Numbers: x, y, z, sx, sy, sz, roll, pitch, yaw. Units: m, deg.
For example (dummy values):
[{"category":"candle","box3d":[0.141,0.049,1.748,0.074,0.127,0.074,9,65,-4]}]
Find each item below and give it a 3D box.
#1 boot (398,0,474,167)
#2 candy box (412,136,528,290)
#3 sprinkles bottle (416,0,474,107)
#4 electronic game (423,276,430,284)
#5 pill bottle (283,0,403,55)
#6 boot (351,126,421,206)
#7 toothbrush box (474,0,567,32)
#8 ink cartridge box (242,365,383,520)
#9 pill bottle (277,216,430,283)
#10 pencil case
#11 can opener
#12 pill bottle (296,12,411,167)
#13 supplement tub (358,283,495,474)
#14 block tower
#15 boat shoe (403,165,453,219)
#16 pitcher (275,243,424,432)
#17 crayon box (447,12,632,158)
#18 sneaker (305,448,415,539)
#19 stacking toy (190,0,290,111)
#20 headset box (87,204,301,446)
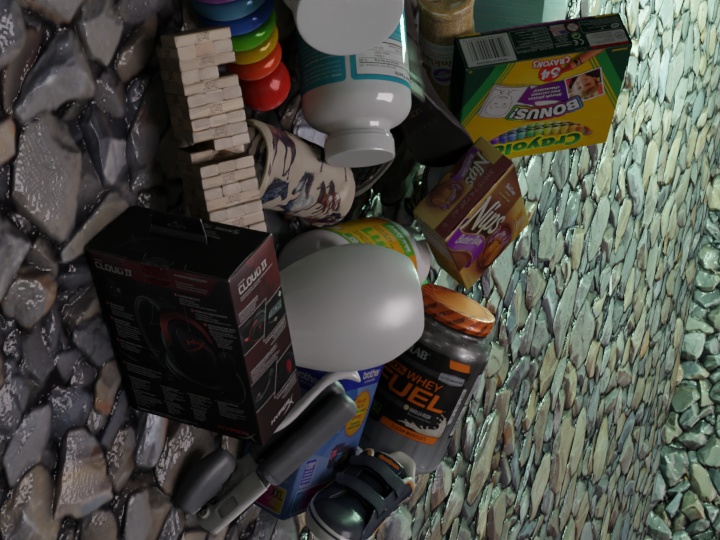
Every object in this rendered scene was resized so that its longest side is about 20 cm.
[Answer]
[{"category":"boot","box3d":[0.059,-0.225,1.411,0.200,0.069,0.176,40,36,-48]},{"category":"candy box","box3d":[0.131,-0.062,1.477,0.117,0.056,0.200,-47,161,-5]},{"category":"sprinkles bottle","box3d":[0.102,-0.256,1.517,0.201,0.068,0.069,82,31,-56]},{"category":"electronic game","box3d":[0.045,0.089,1.615,0.200,0.041,0.202,-34,129,-55]},{"category":"pill bottle","box3d":[-0.027,-0.293,1.139,0.115,0.113,0.201,65,9,-51]},{"category":"boot","box3d":[0.030,-0.120,1.480,0.201,0.067,0.131,-57,152,-35]},{"category":"toothbrush box","box3d":[0.177,-0.341,1.587,0.085,0.145,0.203,-15,113,-59]},{"category":"ink cartridge box","box3d":[-0.050,0.153,1.384,0.136,0.076,0.202,-6,114,-63]},{"category":"pill bottle","box3d":[0.000,0.000,1.413,0.199,0.110,0.112,-17,116,-60]},{"category":"pencil case","box3d":[-0.076,-0.090,1.264,0.090,0.078,0.200,-59,155,10]},{"category":"can opener","box3d":[-0.096,0.180,1.270,0.200,0.053,0.067,-42,137,2]},{"category":"pill bottle","box3d":[-0.007,-0.208,1.259,0.111,0.110,0.203,15,69,-63]},{"category":"supplement tub","box3d":[0.074,0.125,1.503,0.122,0.122,0.202,-4,120,-62]},{"category":"block tower","box3d":[-0.129,-0.109,1.122,0.057,0.054,0.202,-15,108,-25]},{"category":"boat shoe","box3d":[0.089,-0.092,1.566,0.071,0.090,0.200,-67,157,-11]},{"category":"pitcher","box3d":[-0.041,0.066,1.243,0.121,0.198,0.174,-132,-146,-70]},{"category":"crayon box","box3d":[0.206,-0.210,1.510,0.173,0.198,0.059,91,-12,-55]},{"category":"sneaker","box3d":[0.004,0.239,1.379,0.080,0.078,0.200,-56,168,14]},{"category":"stacking toy","box3d":[-0.105,-0.224,1.160,0.086,0.085,0.201,-63,155,-27]},{"category":"headset box","box3d":[-0.142,0.039,1.106,0.075,0.147,0.202,-50,142,-44]}]
